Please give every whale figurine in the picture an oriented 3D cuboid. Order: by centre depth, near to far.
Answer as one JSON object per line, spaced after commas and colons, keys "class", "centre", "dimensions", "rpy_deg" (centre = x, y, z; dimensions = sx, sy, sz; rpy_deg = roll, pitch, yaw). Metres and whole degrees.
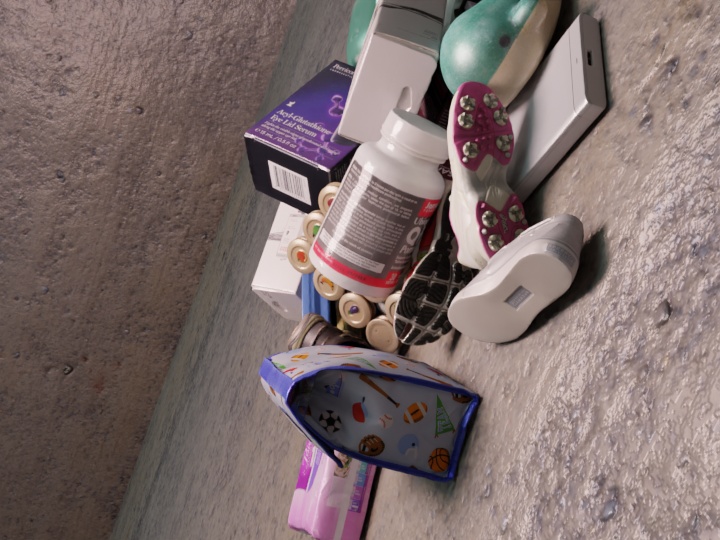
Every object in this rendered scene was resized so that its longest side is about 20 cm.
{"class": "whale figurine", "centre": [0.159, -0.273, 1.110], "dimensions": [0.200, 0.104, 0.159], "rpy_deg": [-61, 2, -8]}

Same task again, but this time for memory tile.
{"class": "memory tile", "centre": [0.000, 0.000, 1.265], "dimensions": [0.017, 0.200, 0.153], "rpy_deg": [-35, -15, -49]}

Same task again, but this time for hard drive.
{"class": "hard drive", "centre": [0.188, -0.154, 1.057], "dimensions": [0.200, 0.027, 0.132], "rpy_deg": [125, 156, -49]}

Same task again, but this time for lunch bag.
{"class": "lunch bag", "centre": [-0.004, 0.144, 1.078], "dimensions": [0.170, 0.200, 0.124], "rpy_deg": [-166, 94, -73]}

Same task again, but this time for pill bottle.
{"class": "pill bottle", "centre": [0.028, -0.079, 1.149], "dimensions": [0.200, 0.111, 0.111], "rpy_deg": [-64, 18, 19]}

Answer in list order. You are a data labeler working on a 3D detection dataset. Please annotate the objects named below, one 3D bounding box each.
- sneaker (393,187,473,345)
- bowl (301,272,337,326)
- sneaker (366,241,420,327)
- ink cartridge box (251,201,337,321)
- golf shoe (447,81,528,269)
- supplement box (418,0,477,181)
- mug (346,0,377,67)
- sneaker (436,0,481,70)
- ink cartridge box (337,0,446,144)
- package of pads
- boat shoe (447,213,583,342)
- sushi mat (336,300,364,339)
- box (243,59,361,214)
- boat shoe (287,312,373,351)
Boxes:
{"class": "sneaker", "centre": [0.093, -0.003, 1.161], "dimensions": [0.200, 0.077, 0.085], "rpy_deg": [-65, 9, -11]}
{"class": "bowl", "centre": [-0.055, 0.088, 1.420], "dimensions": [0.201, 0.039, 0.201], "rpy_deg": [-3, -90, -89]}
{"class": "sneaker", "centre": [0.025, -0.022, 1.365], "dimensions": [0.146, 0.081, 0.200], "rpy_deg": [-21, 60, 63]}
{"class": "ink cartridge box", "centre": [-0.078, -0.032, 1.573], "dimensions": [0.147, 0.083, 0.200], "rpy_deg": [49, -125, -59]}
{"class": "golf shoe", "centre": [0.117, -0.095, 1.049], "dimensions": [0.092, 0.075, 0.200], "rpy_deg": [151, 116, -63]}
{"class": "supplement box", "centre": [0.127, -0.227, 1.273], "dimensions": [0.109, 0.061, 0.200], "rpy_deg": [-99, 31, -60]}
{"class": "mug", "centre": [0.045, -0.323, 1.431], "dimensions": [0.152, 0.185, 0.114], "rpy_deg": [-19, 55, 42]}
{"class": "sneaker", "centre": [0.112, -0.319, 1.346], "dimensions": [0.089, 0.074, 0.200], "rpy_deg": [51, 127, 37]}
{"class": "ink cartridge box", "centre": [0.042, -0.257, 1.225], "dimensions": [0.200, 0.084, 0.146], "rpy_deg": [-78, 7, -53]}
{"class": "package of pads", "centre": [-0.028, 0.246, 1.282], "dimensions": [0.120, 0.076, 0.200], "rpy_deg": [161, 124, -68]}
{"class": "boat shoe", "centre": [0.148, 0.007, 0.962], "dimensions": [0.069, 0.072, 0.200], "rpy_deg": [-57, -1, -32]}
{"class": "sushi mat", "centre": [-0.021, 0.094, 1.530], "dimensions": [0.200, 0.012, 0.096], "rpy_deg": [-102, 32, -61]}
{"class": "box", "centre": [-0.033, -0.175, 1.355], "dimensions": [0.200, 0.148, 0.104], "rpy_deg": [-47, -32, -32]}
{"class": "boat shoe", "centre": [-0.020, 0.115, 1.278], "dimensions": [0.073, 0.200, 0.075], "rpy_deg": [30, 89, 29]}
